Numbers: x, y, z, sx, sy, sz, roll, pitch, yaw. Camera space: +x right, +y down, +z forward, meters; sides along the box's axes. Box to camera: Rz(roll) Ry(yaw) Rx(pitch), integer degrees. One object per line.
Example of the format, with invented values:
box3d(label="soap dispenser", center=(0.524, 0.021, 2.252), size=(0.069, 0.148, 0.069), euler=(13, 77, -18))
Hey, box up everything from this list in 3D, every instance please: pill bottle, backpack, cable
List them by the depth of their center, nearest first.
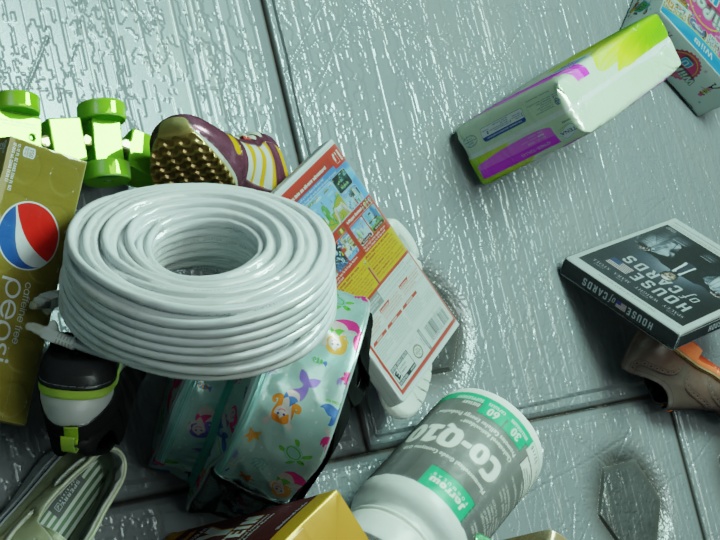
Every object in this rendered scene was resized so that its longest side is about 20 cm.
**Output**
box3d(label="cable", center=(-0.114, 0.002, 1.284), size=(0.200, 0.200, 0.069), euler=(-43, 144, -50))
box3d(label="backpack", center=(-0.072, 0.093, 1.399), size=(0.150, 0.200, 0.178), euler=(24, 59, -11))
box3d(label="pill bottle", center=(0.063, 0.198, 1.542), size=(0.113, 0.113, 0.200), euler=(57, 46, -11))

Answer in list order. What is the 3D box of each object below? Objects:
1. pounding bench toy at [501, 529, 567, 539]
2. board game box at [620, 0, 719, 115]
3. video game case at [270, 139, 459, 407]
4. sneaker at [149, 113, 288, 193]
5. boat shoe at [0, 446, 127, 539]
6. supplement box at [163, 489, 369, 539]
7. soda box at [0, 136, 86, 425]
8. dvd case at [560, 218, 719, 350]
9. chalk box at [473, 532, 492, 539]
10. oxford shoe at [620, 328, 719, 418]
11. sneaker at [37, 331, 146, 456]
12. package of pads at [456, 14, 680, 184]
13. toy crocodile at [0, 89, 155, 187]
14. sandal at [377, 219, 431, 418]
box3d(label="pounding bench toy", center=(0.124, 0.295, 1.555), size=(0.200, 0.124, 0.156), euler=(39, 52, -26))
box3d(label="board game box", center=(0.387, -0.299, 2.055), size=(0.148, 0.064, 0.200), euler=(43, 52, -23))
box3d(label="video game case", center=(0.000, 0.000, 1.519), size=(0.200, 0.017, 0.143), euler=(55, 34, -10))
box3d(label="sneaker", center=(-0.112, -0.087, 1.487), size=(0.200, 0.075, 0.090), euler=(55, 36, -54))
box3d(label="boat shoe", center=(-0.236, 0.200, 1.301), size=(0.072, 0.062, 0.200), euler=(44, 50, -23))
box3d(label="supplement box", center=(-0.068, 0.292, 1.326), size=(0.133, 0.200, 0.197), euler=(-41, 104, -43))
box3d(label="soda box", center=(-0.262, 0.008, 1.311), size=(0.068, 0.064, 0.200), euler=(18, 80, -37))
box3d(label="dvd case", center=(0.320, 0.010, 1.844), size=(0.150, 0.025, 0.200), euler=(36, 35, 31))
box3d(label="chalk box", center=(0.092, 0.281, 1.250), size=(0.124, 0.124, 0.200), euler=(34, 55, -30))
box3d(label="oxford shoe", center=(0.333, 0.116, 1.869), size=(0.200, 0.071, 0.073), euler=(38, 90, -37))
box3d(label="sneaker", center=(-0.201, 0.093, 1.329), size=(0.200, 0.072, 0.083), euler=(-47, 139, -82))
box3d(label="package of pads", center=(0.203, -0.166, 1.774), size=(0.200, 0.154, 0.068), euler=(-35, 96, -43))
box3d(label="toy crocodile", center=(-0.241, -0.098, 1.413), size=(0.200, 0.062, 0.068), euler=(2, 74, -37))
box3d(label="sandal", center=(0.025, 0.048, 1.602), size=(0.082, 0.050, 0.203), euler=(45, 36, -41))
